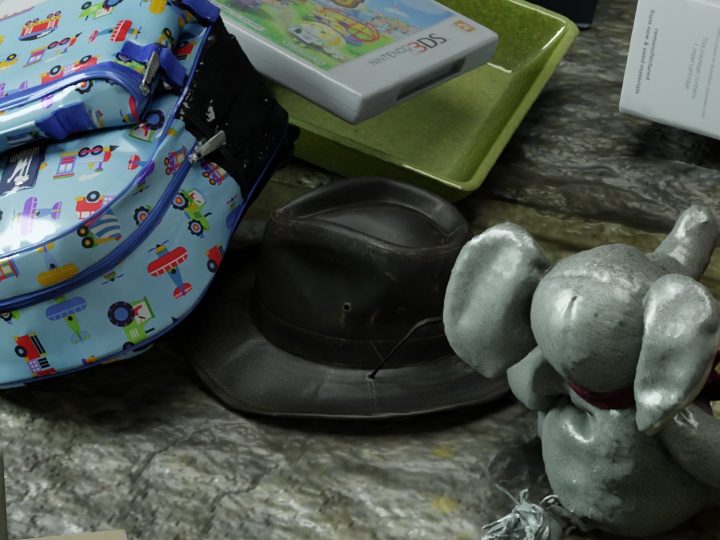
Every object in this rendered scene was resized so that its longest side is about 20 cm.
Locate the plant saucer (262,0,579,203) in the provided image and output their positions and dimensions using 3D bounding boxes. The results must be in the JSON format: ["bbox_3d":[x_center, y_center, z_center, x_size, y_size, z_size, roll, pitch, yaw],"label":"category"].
[{"bbox_3d":[0.005,-0.115,1.608,0.199,0.048,0.200,22,40,11],"label":"plant saucer"}]

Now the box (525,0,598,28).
[{"bbox_3d":[0.098,-0.277,1.723,0.107,0.200,0.149,0,32,-21],"label":"box"}]

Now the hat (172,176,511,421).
[{"bbox_3d":[0.000,0.000,1.435,0.200,0.081,0.201,1,36,-1],"label":"hat"}]

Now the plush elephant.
[{"bbox_3d":[0.131,0.040,1.316,0.165,0.155,0.200,26,41,31],"label":"plush elephant"}]

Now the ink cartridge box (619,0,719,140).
[{"bbox_3d":[0.273,-0.121,1.597,0.200,0.085,0.145,19,25,21],"label":"ink cartridge box"}]

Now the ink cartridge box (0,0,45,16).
[{"bbox_3d":[-0.232,-0.136,1.618,0.200,0.084,0.145,17,38,22],"label":"ink cartridge box"}]

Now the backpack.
[{"bbox_3d":[-0.149,-0.040,1.418,0.182,0.135,0.200,-12,36,28],"label":"backpack"}]

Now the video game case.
[{"bbox_3d":[-0.042,-0.154,1.545,0.200,0.022,0.182,30,26,17],"label":"video game case"}]

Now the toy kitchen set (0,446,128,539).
[{"bbox_3d":[-0.208,0.096,1.215,0.200,0.163,0.181,-5,35,-10],"label":"toy kitchen set"}]
